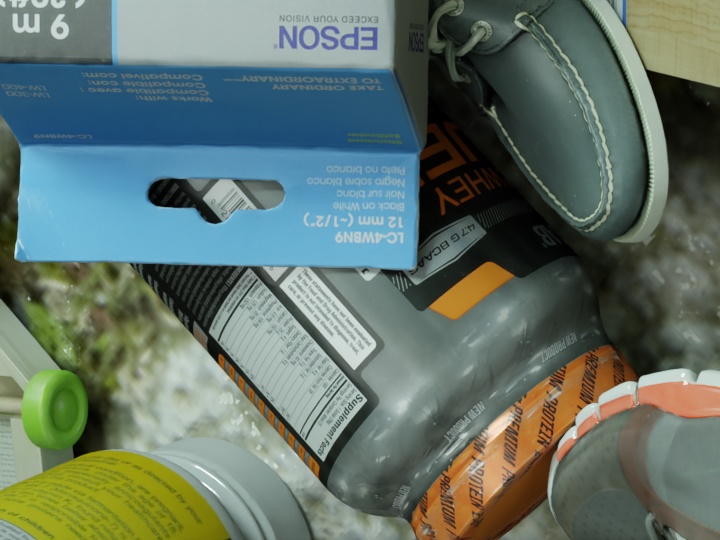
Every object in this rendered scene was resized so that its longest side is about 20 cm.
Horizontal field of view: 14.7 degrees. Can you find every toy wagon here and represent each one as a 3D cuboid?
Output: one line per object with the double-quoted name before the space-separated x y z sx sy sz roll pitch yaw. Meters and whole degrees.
"toy wagon" -0.178 0.109 1.186 0.154 0.039 0.202 3 104 32

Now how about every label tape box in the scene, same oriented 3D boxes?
"label tape box" -0.052 -0.101 0.906 0.142 0.066 0.202 2 92 10

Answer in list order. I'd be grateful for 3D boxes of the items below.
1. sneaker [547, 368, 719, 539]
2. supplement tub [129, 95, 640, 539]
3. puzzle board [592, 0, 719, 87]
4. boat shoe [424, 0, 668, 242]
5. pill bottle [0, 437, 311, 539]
"sneaker" 0.124 0.079 0.866 0.200 0.077 0.082 -19 49 53
"supplement tub" 0.000 0.000 0.994 0.200 0.122 0.123 48 122 13
"puzzle board" 0.102 -0.140 0.908 0.200 0.017 0.152 22 117 58
"boat shoe" 0.035 -0.087 0.957 0.201 0.061 0.073 61 145 23
"pill bottle" -0.110 0.133 1.050 0.114 0.200 0.115 9 107 31
